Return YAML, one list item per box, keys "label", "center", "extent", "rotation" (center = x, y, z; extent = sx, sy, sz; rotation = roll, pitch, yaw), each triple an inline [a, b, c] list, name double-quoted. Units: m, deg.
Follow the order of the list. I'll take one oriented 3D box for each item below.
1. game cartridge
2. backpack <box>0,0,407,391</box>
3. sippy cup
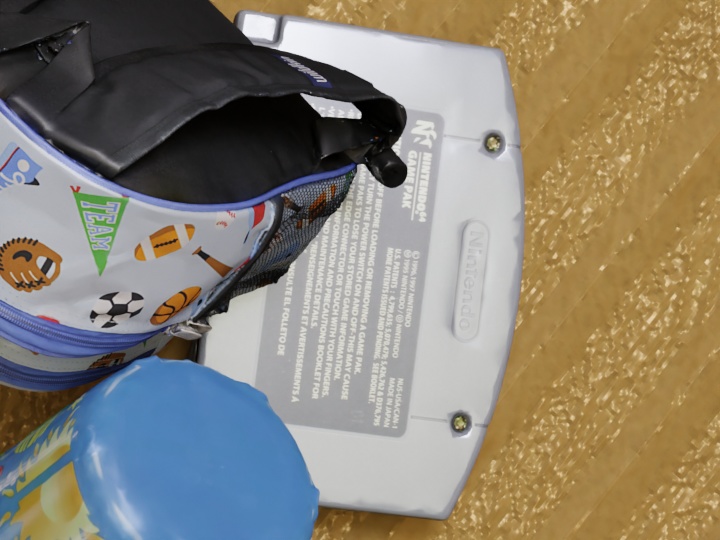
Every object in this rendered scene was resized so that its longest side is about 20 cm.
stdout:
- label: "game cartridge"
  center: [0.000, 0.000, 0.913]
  extent: [0.133, 0.042, 0.201]
  rotation: [8, 86, -15]
- label: "backpack"
  center: [-0.112, -0.050, 0.802]
  extent: [0.200, 0.190, 0.154]
  rotation: [38, 106, 12]
- label: "sippy cup"
  center: [-0.087, 0.103, 0.815]
  extent: [0.178, 0.130, 0.140]
  rotation: [-22, 72, -46]
